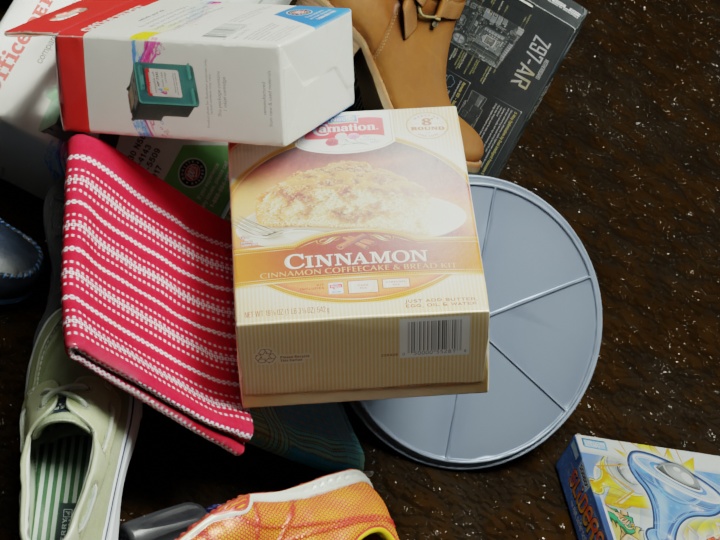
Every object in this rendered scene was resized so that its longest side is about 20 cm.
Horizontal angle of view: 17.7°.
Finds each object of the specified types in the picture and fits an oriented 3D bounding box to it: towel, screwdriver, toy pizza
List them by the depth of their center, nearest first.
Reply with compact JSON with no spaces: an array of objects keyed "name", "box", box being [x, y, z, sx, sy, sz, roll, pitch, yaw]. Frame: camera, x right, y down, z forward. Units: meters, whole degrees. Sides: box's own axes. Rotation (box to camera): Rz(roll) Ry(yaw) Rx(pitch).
[{"name":"towel","box":[-0.126,0.010,1.437,0.144,0.022,0.200,33,31,-30]},{"name":"screwdriver","box":[-0.070,0.151,1.459,0.199,0.029,0.028,-8,49,-42]},{"name":"towel","box":[-0.083,0.052,1.496,0.200,0.022,0.147,26,34,-44]},{"name":"toy pizza","box":[0.070,0.035,1.582,0.199,0.201,0.032,13,-3,-18]}]

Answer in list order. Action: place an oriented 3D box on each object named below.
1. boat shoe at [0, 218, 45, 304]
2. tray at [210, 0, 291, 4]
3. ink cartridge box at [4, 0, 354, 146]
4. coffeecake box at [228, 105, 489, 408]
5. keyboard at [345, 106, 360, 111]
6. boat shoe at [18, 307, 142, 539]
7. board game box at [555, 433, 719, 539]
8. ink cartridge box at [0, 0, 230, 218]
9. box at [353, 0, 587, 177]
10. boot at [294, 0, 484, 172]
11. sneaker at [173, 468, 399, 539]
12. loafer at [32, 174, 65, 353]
[{"name":"boat shoe","box":[-0.298,-0.038,1.499,0.199,0.069,0.084,19,38,-11]},{"name":"tray","box":[-0.124,-0.188,1.702,0.107,0.022,0.200,35,80,-4]},{"name":"ink cartridge box","box":[-0.117,-0.132,1.496,0.199,0.068,0.116,5,19,23]},{"name":"coffeecake box","box":[-0.004,-0.012,1.457,0.153,0.073,0.200,-4,42,-2]},{"name":"keyboard","box":[0.038,-0.045,1.658,0.200,0.021,0.127,38,28,6]},{"name":"boat shoe","box":[-0.170,0.099,1.382,0.072,0.062,0.201,-6,56,3]},{"name":"board game box","box":[0.243,0.186,1.598,0.199,0.035,0.136,9,41,-22]},{"name":"ink cartridge box","box":[-0.168,-0.113,1.613,0.199,0.084,0.145,27,63,-1]},{"name":"box","box":[0.055,-0.147,1.731,0.160,0.200,0.044,30,31,5]},{"name":"boot","box":[0.048,-0.173,1.659,0.200,0.156,0.077,34,3,-25]},{"name":"sneaker","box":[-0.052,0.176,1.403,0.199,0.073,0.077,-14,64,-38]},{"name":"loafer","box":[-0.173,0.029,1.504,0.072,0.063,0.201,-5,56,1]}]
